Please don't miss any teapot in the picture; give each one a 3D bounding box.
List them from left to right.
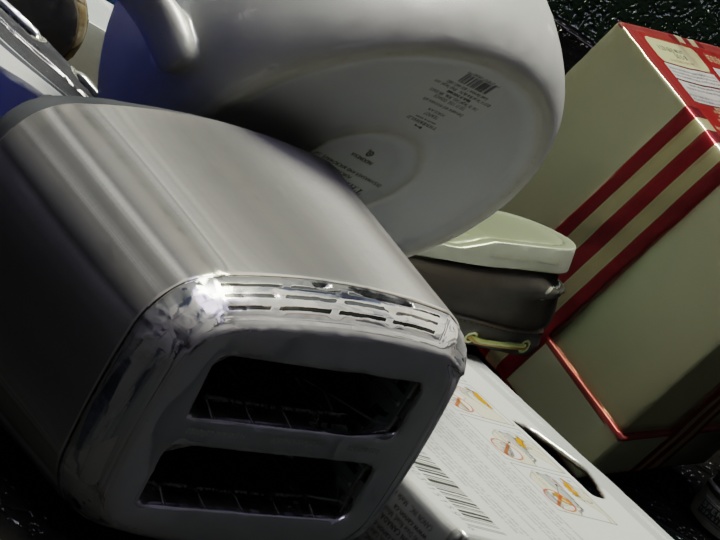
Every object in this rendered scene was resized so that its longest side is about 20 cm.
[{"bbox_3d":[-0.022,-0.100,0.941,0.196,0.200,0.147,-10,62,-10],"label":"teapot"}]

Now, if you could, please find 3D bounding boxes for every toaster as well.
[{"bbox_3d":[-0.058,0.019,0.813,0.199,0.114,0.129,13,25,-46],"label":"toaster"}]

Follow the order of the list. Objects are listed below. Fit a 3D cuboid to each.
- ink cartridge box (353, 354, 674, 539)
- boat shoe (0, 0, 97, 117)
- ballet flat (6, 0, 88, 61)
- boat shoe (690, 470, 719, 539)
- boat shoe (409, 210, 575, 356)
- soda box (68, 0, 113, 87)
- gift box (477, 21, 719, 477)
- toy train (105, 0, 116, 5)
[{"bbox_3d":[0.033,0.081,0.960,0.173,0.044,0.200,21,16,-43],"label":"ink cartridge box"},{"bbox_3d":[-0.168,-0.089,0.991,0.200,0.072,0.068,38,17,15],"label":"boat shoe"},{"bbox_3d":[-0.196,-0.129,1.070,0.199,0.068,0.046,12,9,31],"label":"ballet flat"},{"bbox_3d":[0.241,0.114,1.278,0.071,0.064,0.200,36,13,20],"label":"boat shoe"},{"bbox_3d":[0.000,0.000,1.061,0.200,0.061,0.072,8,17,-22],"label":"boat shoe"},{"bbox_3d":[-0.077,-0.061,1.113,0.199,0.064,0.068,30,13,-12],"label":"soda box"},{"bbox_3d":[0.142,-0.011,1.229,0.184,0.187,0.200,9,41,-56],"label":"gift box"},{"bbox_3d":[-0.074,-0.112,1.205,0.114,0.087,0.200,18,-23,19],"label":"toy train"}]
